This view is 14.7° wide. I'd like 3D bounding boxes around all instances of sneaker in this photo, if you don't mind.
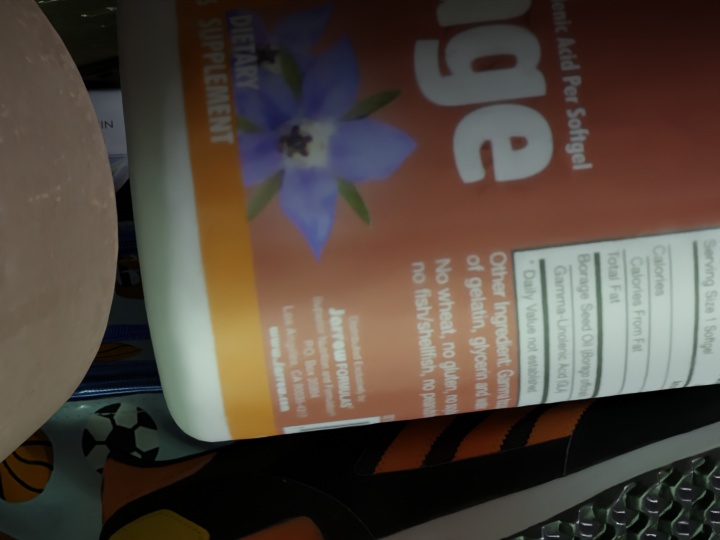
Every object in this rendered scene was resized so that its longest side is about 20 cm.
[{"bbox_3d":[0.032,0.045,0.668,0.199,0.090,0.070,-18,141,-11],"label":"sneaker"}]

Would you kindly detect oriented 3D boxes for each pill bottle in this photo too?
[{"bbox_3d":[0.050,-0.028,0.626,0.199,0.113,0.112,-7,168,-1],"label":"pill bottle"}]

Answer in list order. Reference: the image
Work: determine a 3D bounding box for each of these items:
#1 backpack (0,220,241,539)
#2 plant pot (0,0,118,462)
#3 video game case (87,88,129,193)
[{"bbox_3d":[-0.060,0.062,0.785,0.199,0.155,0.190,-14,175,24],"label":"backpack"},{"bbox_3d":[-0.142,0.001,0.534,0.200,0.201,0.174,-18,-179,44],"label":"plant pot"},{"bbox_3d":[-0.169,-0.012,0.793,0.181,0.022,0.200,-3,168,-18],"label":"video game case"}]
